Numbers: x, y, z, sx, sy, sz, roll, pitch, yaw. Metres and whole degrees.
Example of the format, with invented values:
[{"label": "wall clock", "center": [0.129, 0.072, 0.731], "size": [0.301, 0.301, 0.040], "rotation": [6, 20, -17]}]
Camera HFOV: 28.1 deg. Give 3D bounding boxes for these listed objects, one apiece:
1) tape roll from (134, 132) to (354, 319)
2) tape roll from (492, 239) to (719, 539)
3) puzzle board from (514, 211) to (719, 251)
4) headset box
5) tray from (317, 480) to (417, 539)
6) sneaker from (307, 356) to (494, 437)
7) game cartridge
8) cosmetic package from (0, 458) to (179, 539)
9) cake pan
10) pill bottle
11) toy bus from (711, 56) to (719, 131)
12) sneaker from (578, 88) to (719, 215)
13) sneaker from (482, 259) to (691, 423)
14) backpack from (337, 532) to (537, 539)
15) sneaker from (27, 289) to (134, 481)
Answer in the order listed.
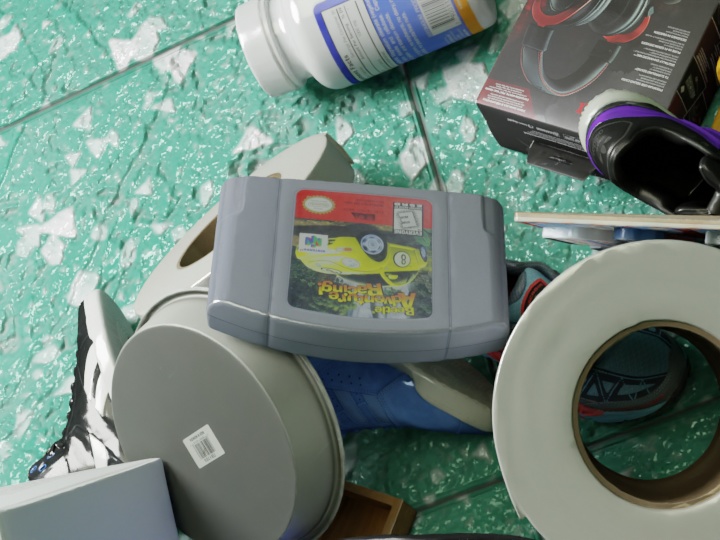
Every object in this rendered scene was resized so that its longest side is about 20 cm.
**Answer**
[{"label": "tape roll", "center": [-0.089, -0.026, 1.102], "size": [0.202, 0.037, 0.203], "rotation": [-39, 16, 13]}, {"label": "tape roll", "center": [0.182, 0.085, 0.890], "size": [0.200, 0.139, 0.205], "rotation": [0, 88, 7]}, {"label": "puzzle board", "center": [0.204, -0.021, 0.946], "size": [0.149, 0.200, 0.018], "rotation": [2, 87, 26]}, {"label": "headset box", "center": [0.191, -0.157, 1.085], "size": [0.148, 0.075, 0.201], "rotation": [21, 77, 31]}, {"label": "tray", "center": [-0.041, 0.248, 1.020], "size": [0.098, 0.037, 0.202], "rotation": [13, 73, 29]}, {"label": "sneaker", "center": [-0.003, 0.096, 1.030], "size": [0.112, 0.198, 0.077], "rotation": [-62, 15, 20]}, {"label": "game cartridge", "center": [0.000, 0.000, 0.956], "size": [0.198, 0.041, 0.134], "rotation": [4, 52, -3]}, {"label": "cosmetic package", "center": [-0.242, 0.239, 0.988], "size": [0.198, 0.166, 0.169], "rotation": [-14, 88, 31]}, {"label": "cake pan", "center": [-0.099, 0.112, 0.992], "size": [0.199, 0.202, 0.037], "rotation": [20, 32, 31]}, {"label": "pill bottle", "center": [0.002, -0.217, 1.179], "size": [0.198, 0.112, 0.113], "rotation": [-20, 59, 15]}, {"label": "toy bus", "center": [0.310, -0.173, 1.036], "size": [0.065, 0.078, 0.201], "rotation": [17, 74, 30]}, {"label": "sneaker", "center": [0.243, -0.055, 0.958], "size": [0.198, 0.100, 0.070], "rotation": [16, 111, -4]}, {"label": "sneaker", "center": [0.131, 0.042, 1.003], "size": [0.199, 0.096, 0.080], "rotation": [20, 75, 31]}, {"label": "backpack", "center": [0.059, 0.248, 0.898], "size": [0.198, 0.163, 0.170], "rotation": [-4, 95, 7]}, {"label": "sneaker", "center": [-0.222, 0.118, 1.142], "size": [0.111, 0.073, 0.201], "rotation": [-28, 59, 8]}]
